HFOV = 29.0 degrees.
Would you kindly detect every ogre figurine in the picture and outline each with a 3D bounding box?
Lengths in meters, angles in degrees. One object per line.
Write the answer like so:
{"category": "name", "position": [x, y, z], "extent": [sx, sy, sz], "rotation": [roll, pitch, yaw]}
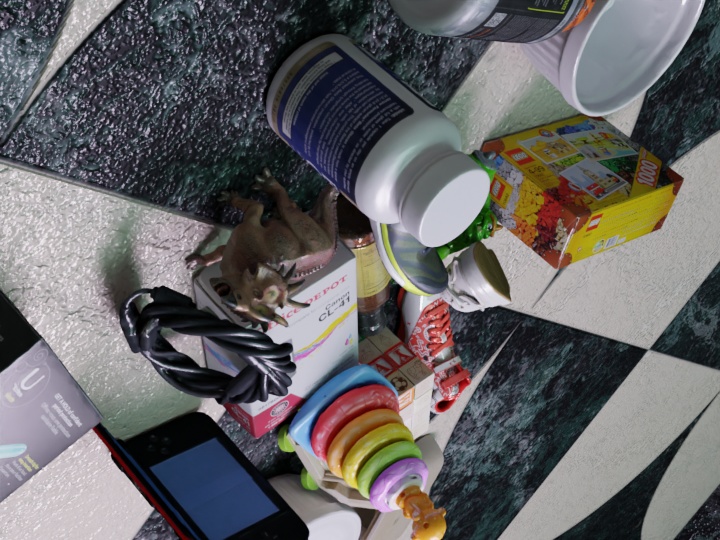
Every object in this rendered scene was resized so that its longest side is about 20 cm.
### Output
{"category": "ogre figurine", "position": [0.083, -0.067, 1.480], "extent": [0.120, 0.098, 0.200], "rotation": [-16, 126, -15]}

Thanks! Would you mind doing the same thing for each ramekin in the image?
{"category": "ramekin", "position": [0.252, -0.270, 1.434], "extent": [0.200, 0.105, 0.200], "rotation": [-33, 148, -24]}
{"category": "ramekin", "position": [-0.104, 0.341, 1.725], "extent": [0.202, 0.094, 0.203], "rotation": [-33, 149, -24]}

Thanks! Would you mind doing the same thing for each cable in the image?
{"category": "cable", "position": [-0.136, 0.074, 1.291], "extent": [0.200, 0.163, 0.051], "rotation": [88, 15, -64]}

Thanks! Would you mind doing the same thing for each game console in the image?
{"category": "game console", "position": [-0.160, 0.201, 1.371], "extent": [0.172, 0.200, 0.119], "rotation": [-22, 144, -37]}

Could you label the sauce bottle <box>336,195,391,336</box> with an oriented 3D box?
{"category": "sauce bottle", "position": [0.000, 0.000, 1.479], "extent": [0.066, 0.066, 0.200], "rotation": [-36, 151, -19]}

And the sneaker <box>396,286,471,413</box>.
{"category": "sneaker", "position": [0.093, 0.081, 1.651], "extent": [0.067, 0.108, 0.202], "rotation": [-25, 144, -34]}

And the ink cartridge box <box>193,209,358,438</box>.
{"category": "ink cartridge box", "position": [-0.081, 0.057, 1.419], "extent": [0.147, 0.086, 0.200], "rotation": [-33, 150, -22]}

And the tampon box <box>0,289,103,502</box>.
{"category": "tampon box", "position": [-0.337, 0.112, 1.107], "extent": [0.200, 0.126, 0.150], "rotation": [-40, 151, -14]}

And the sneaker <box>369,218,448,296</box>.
{"category": "sneaker", "position": [0.052, -0.060, 1.364], "extent": [0.074, 0.081, 0.200], "rotation": [-69, 141, -52]}

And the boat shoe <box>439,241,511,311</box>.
{"category": "boat shoe", "position": [0.117, 0.015, 1.479], "extent": [0.069, 0.071, 0.200], "rotation": [-25, 174, 8]}

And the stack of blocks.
{"category": "stack of blocks", "position": [0.023, 0.158, 1.646], "extent": [0.059, 0.115, 0.200], "rotation": [-31, 148, -25]}

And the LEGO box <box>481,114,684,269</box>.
{"category": "LEGO box", "position": [0.246, -0.095, 1.593], "extent": [0.200, 0.149, 0.077], "rotation": [-19, 141, -40]}

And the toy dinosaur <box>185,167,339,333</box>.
{"category": "toy dinosaur", "position": [-0.072, -0.015, 1.290], "extent": [0.200, 0.136, 0.086], "rotation": [-30, 147, -29]}

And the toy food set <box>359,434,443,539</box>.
{"category": "toy food set", "position": [0.028, 0.329, 1.935], "extent": [0.143, 0.060, 0.200], "rotation": [-25, 147, -54]}

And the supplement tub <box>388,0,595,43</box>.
{"category": "supplement tub", "position": [0.123, -0.267, 1.250], "extent": [0.200, 0.123, 0.123], "rotation": [-5, 131, -49]}

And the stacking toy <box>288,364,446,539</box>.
{"category": "stacking toy", "position": [0.029, 0.205, 1.446], "extent": [0.116, 0.200, 0.110], "rotation": [-42, 144, 1]}

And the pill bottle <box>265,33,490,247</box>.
{"category": "pill bottle", "position": [0.017, -0.111, 1.221], "extent": [0.111, 0.200, 0.111], "rotation": [-32, 147, -24]}

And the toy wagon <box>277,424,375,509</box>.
{"category": "toy wagon", "position": [-0.021, 0.204, 1.613], "extent": [0.040, 0.155, 0.200], "rotation": [-58, 134, -38]}
